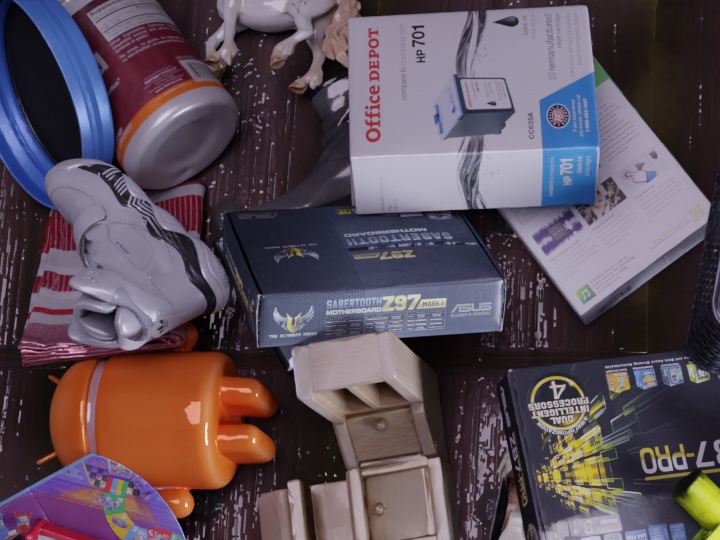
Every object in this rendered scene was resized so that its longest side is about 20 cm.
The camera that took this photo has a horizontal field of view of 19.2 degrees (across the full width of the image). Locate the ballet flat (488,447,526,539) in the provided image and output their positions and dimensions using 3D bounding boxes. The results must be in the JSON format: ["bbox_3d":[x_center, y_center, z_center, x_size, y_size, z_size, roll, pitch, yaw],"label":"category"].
[{"bbox_3d":[0.136,0.188,1.691,0.073,0.073,0.201,11,76,17],"label":"ballet flat"}]

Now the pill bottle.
[{"bbox_3d":[-0.205,-0.178,1.863,0.114,0.114,0.200,-39,66,0],"label":"pill bottle"}]

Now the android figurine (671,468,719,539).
[{"bbox_3d":[0.335,0.207,1.614,0.182,0.041,0.200,-45,93,-13],"label":"android figurine"}]

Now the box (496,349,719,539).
[{"bbox_3d":[0.218,0.147,1.658,0.199,0.049,0.162,-5,71,-12],"label":"box"}]

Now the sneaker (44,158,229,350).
[{"bbox_3d":[-0.211,-0.012,1.725,0.200,0.075,0.115,37,51,24],"label":"sneaker"}]

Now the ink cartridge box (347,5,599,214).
[{"bbox_3d":[0.090,-0.130,1.728,0.199,0.086,0.147,-2,59,1],"label":"ink cartridge box"}]

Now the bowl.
[{"bbox_3d":[-0.277,-0.153,1.841,0.039,0.201,0.201,-24,65,-30],"label":"bowl"}]

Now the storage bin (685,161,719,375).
[{"bbox_3d":[0.342,-0.015,1.663,0.135,0.094,0.201,14,67,1],"label":"storage bin"}]

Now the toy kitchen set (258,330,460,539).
[{"bbox_3d":[-0.022,0.175,1.673,0.163,0.180,0.201,-11,73,12],"label":"toy kitchen set"}]

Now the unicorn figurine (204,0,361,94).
[{"bbox_3d":[-0.092,-0.233,1.884,0.199,0.074,0.138,15,67,3],"label":"unicorn figurine"}]

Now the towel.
[{"bbox_3d":[-0.208,-0.002,1.809,0.143,0.023,0.200,-8,42,10],"label":"towel"}]

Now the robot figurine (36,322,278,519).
[{"bbox_3d":[-0.170,0.122,1.763,0.199,0.117,0.144,-1,113,13],"label":"robot figurine"}]

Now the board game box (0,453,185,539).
[{"bbox_3d":[-0.236,0.249,1.729,0.200,0.039,0.158,-28,96,18],"label":"board game box"}]

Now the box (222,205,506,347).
[{"bbox_3d":[0.000,0.000,1.690,0.199,0.051,0.158,-4,27,-12],"label":"box"}]

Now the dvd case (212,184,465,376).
[{"bbox_3d":[-0.012,-0.021,1.819,0.200,0.018,0.143,-33,69,2],"label":"dvd case"}]

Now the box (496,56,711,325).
[{"bbox_3d":[0.186,-0.075,1.779,0.144,0.036,0.200,-36,70,1],"label":"box"}]

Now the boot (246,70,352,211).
[{"bbox_3d":[-0.024,-0.096,1.808,0.199,0.070,0.132,-17,66,-4],"label":"boot"}]
